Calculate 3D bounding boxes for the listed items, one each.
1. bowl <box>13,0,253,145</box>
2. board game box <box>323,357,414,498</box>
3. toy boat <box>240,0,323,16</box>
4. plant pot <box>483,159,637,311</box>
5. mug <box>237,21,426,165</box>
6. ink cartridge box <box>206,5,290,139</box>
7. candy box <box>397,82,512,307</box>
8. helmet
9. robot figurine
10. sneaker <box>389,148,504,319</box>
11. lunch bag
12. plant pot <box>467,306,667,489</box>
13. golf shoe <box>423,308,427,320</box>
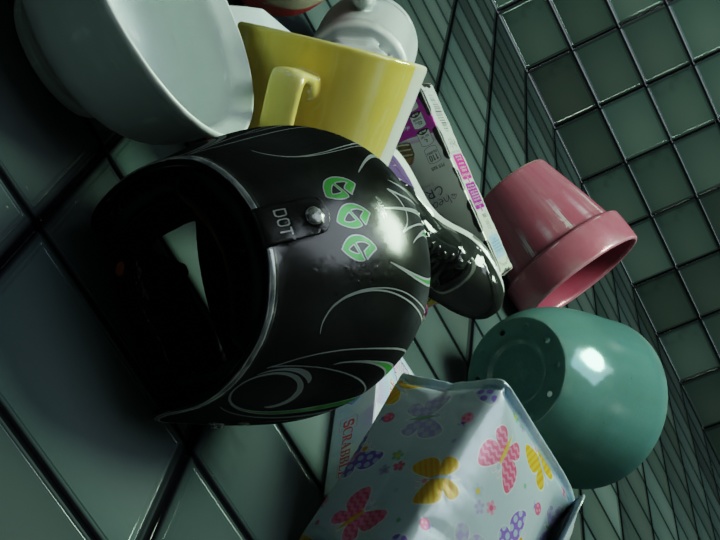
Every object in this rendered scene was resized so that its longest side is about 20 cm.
[{"bbox_3d":[-0.159,-0.160,0.780,0.201,0.090,0.201,55,20,-32],"label":"bowl"},{"bbox_3d":[0.043,0.180,1.007,0.200,0.041,0.200,58,20,-26],"label":"board game box"},{"bbox_3d":[-0.072,-0.331,1.208,0.131,0.131,0.200,45,54,-13],"label":"toy boat"},{"bbox_3d":[0.271,-0.055,1.752,0.179,0.200,0.200,55,15,15],"label":"plant pot"},{"bbox_3d":[-0.051,-0.103,0.924,0.186,0.149,0.154,3,104,-49],"label":"mug"},{"bbox_3d":[-0.091,-0.163,1.047,0.200,0.047,0.160,28,42,-66],"label":"ink cartridge box"},{"bbox_3d":[0.044,-0.063,1.167,0.200,0.136,0.061,65,20,0],"label":"candy box"},{"bbox_3d":[-0.052,0.003,0.750,0.191,0.200,0.200,-4,70,-53],"label":"helmet"},{"bbox_3d":[0.002,-0.233,1.299,0.200,0.113,0.170,-75,175,-63],"label":"robot figurine"},{"bbox_3d":[0.050,-0.020,1.078,0.200,0.076,0.088,46,21,-11],"label":"sneaker"},{"bbox_3d":[0.076,0.199,0.856,0.170,0.127,0.200,-54,127,-33],"label":"lunch bag"},{"bbox_3d":[0.212,0.131,1.332,0.161,0.200,0.201,24,44,-46],"label":"plant pot"},{"bbox_3d":[0.000,0.000,1.068,0.200,0.075,0.092,38,30,-58],"label":"golf shoe"}]
